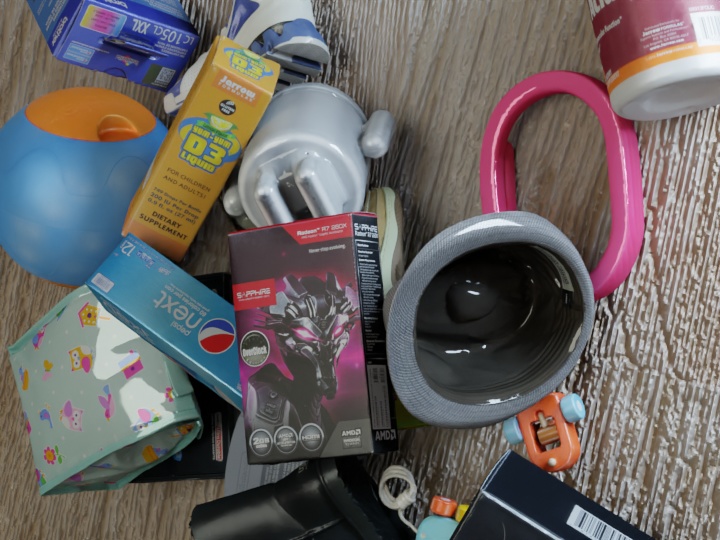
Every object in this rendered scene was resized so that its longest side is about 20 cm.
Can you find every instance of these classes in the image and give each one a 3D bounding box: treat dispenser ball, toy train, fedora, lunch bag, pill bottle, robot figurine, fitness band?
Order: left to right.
[{"bbox_3d":[-0.272,-0.081,1.707,0.200,0.201,0.202,-3,85,38],"label":"treat dispenser ball"},{"bbox_3d":[-0.234,0.105,1.656,0.200,0.122,0.171,-34,65,38],"label":"lunch bag"},{"bbox_3d":[-0.049,-0.098,1.554,0.169,0.200,0.113,-17,117,14],"label":"robot figurine"},{"bbox_3d":[0.090,0.033,1.401,0.090,0.200,0.177,27,131,60],"label":"fedora"},{"bbox_3d":[0.120,0.187,1.464,0.200,0.056,0.151,-28,72,25],"label":"toy train"},{"bbox_3d":[0.169,-0.069,1.458,0.143,0.037,0.201,-9,82,38],"label":"fitness band"},{"bbox_3d":[0.235,-0.230,1.367,0.114,0.114,0.201,-20,74,36],"label":"pill bottle"}]

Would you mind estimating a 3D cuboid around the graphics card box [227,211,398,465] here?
[{"bbox_3d":[-0.040,0.058,1.428,0.125,0.051,0.201,-8,85,28],"label":"graphics card box"}]

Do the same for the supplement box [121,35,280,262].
[{"bbox_3d":[-0.146,-0.109,1.560,0.200,0.066,0.069,-59,11,26],"label":"supplement box"}]

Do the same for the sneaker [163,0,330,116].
[{"bbox_3d":[-0.105,-0.222,1.670,0.199,0.080,0.115,-27,56,42],"label":"sneaker"}]

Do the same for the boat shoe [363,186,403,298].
[{"bbox_3d":[0.000,0.000,1.511,0.200,0.076,0.072,-89,-1,-48],"label":"boat shoe"}]

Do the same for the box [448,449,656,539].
[{"bbox_3d":[0.143,0.285,1.356,0.200,0.124,0.197,32,107,8],"label":"box"}]

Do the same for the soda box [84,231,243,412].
[{"bbox_3d":[-0.147,0.053,1.539,0.200,0.068,0.064,35,75,21],"label":"soda box"}]

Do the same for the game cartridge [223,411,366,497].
[{"bbox_3d":[-0.064,0.201,1.585,0.133,0.040,0.201,23,118,24],"label":"game cartridge"}]

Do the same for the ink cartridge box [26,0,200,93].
[{"bbox_3d":[-0.249,-0.256,1.713,0.076,0.136,0.200,-56,41,25],"label":"ink cartridge box"}]

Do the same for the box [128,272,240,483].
[{"bbox_3d":[-0.175,0.109,1.714,0.159,0.046,0.201,-7,82,38],"label":"box"}]

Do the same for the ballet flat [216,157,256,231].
[{"bbox_3d":[-0.087,-0.030,1.640,0.071,0.065,0.200,-49,60,20],"label":"ballet flat"}]

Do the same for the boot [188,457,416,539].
[{"bbox_3d":[-0.040,0.262,1.519,0.168,0.076,0.200,-28,105,22],"label":"boot"}]

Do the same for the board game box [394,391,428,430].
[{"bbox_3d":[0.027,0.094,1.552,0.200,0.048,0.102,-11,80,38],"label":"board game box"}]
